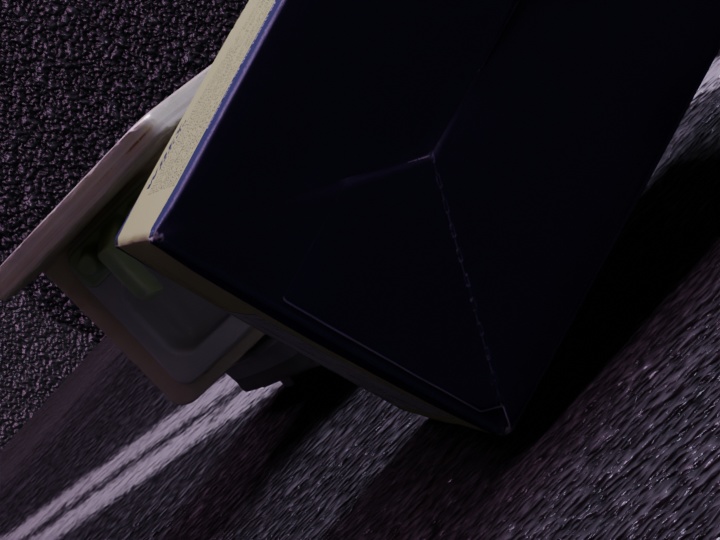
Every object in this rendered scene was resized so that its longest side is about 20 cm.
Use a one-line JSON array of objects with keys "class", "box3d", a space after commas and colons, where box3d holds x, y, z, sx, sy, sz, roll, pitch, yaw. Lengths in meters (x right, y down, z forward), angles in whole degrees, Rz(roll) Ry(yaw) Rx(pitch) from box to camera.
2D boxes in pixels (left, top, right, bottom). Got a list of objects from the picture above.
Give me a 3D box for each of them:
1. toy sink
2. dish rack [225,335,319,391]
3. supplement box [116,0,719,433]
[{"class": "toy sink", "box3d": [-0.071, -0.023, 1.321, 0.130, 0.112, 0.200, -44, 1, 25]}, {"class": "dish rack", "box3d": [0.000, 0.000, 1.413, 0.172, 0.044, 0.200, -48, 6, -14]}, {"class": "supplement box", "box3d": [0.023, -0.063, 0.956, 0.200, 0.134, 0.200, -61, 8, -5]}]
